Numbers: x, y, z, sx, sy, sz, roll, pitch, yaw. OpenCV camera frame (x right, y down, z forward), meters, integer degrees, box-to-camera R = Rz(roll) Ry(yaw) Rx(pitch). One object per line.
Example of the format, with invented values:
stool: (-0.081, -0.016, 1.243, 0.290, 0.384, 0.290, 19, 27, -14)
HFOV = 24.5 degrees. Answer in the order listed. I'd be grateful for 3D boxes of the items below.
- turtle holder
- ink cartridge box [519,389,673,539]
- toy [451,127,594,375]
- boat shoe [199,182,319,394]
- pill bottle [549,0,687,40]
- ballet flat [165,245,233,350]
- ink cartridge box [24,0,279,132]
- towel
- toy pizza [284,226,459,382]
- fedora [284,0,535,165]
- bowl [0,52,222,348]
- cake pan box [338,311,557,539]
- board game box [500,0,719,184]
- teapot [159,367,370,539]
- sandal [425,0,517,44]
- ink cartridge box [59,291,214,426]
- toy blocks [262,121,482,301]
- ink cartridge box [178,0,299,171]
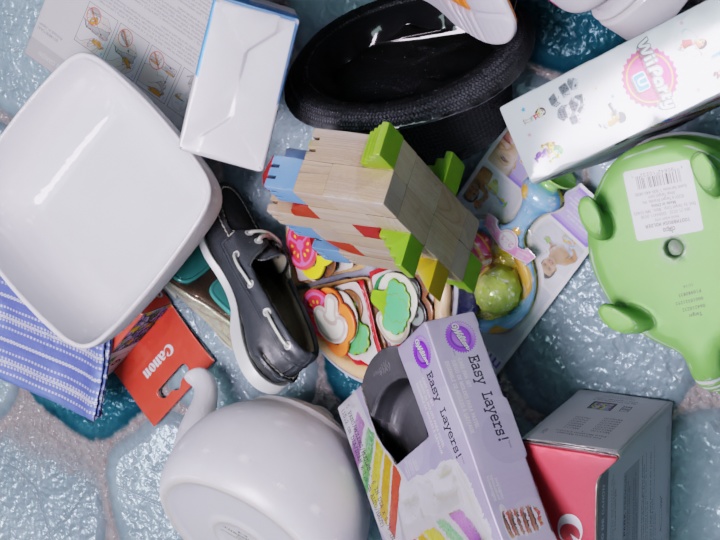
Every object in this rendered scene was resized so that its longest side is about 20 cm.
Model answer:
turtle holder: (0.250, -0.012, 1.189, 0.186, 0.131, 0.141, 51, 120, 8)
ink cartridge box: (0.173, 0.214, 1.264, 0.083, 0.175, 0.202, 6, 105, 27)
toy: (0.101, -0.005, 1.325, 0.115, 0.047, 0.201, 43, 119, 15)
boat shoe: (-0.084, 0.004, 1.398, 0.060, 0.075, 0.201, -35, 64, 29)
pill bottle: (0.140, -0.252, 1.158, 0.199, 0.114, 0.113, 32, 121, -17)
ballet flat: (-0.138, 0.018, 1.461, 0.200, 0.067, 0.063, 45, 142, 14)
ink cartridge box: (-0.181, -0.216, 1.434, 0.199, 0.045, 0.177, 36, 117, 18)
towel: (-0.282, 0.024, 1.507, 0.144, 0.024, 0.202, 19, 111, 25)
toy pizza: (0.000, 0.000, 1.365, 0.199, 0.032, 0.202, 14, 111, 42)
fedora: (0.045, -0.136, 1.280, 0.199, 0.201, 0.092, 2, 134, 29)
bowl: (-0.218, -0.057, 1.401, 0.200, 0.075, 0.200, 46, 104, 18)
cake pan box: (0.062, 0.152, 1.282, 0.184, 0.052, 0.202, -45, 59, 55)
board game box: (0.218, -0.136, 1.167, 0.199, 0.147, 0.065, -25, 88, 31)
teapot: (-0.062, 0.178, 1.416, 0.197, 0.146, 0.200, -14, 122, 51)
sandal: (0.068, -0.236, 1.246, 0.207, 0.059, 0.080, 42, 161, 52)
ink cartridge box: (-0.235, 0.043, 1.527, 0.200, 0.050, 0.109, 50, 120, 11)
toy blocks: (-0.004, -0.051, 1.237, 0.136, 0.200, 0.101, 10, 73, 29)
ink cartridge box: (-0.093, -0.153, 1.284, 0.067, 0.200, 0.116, 14, 101, -6)
